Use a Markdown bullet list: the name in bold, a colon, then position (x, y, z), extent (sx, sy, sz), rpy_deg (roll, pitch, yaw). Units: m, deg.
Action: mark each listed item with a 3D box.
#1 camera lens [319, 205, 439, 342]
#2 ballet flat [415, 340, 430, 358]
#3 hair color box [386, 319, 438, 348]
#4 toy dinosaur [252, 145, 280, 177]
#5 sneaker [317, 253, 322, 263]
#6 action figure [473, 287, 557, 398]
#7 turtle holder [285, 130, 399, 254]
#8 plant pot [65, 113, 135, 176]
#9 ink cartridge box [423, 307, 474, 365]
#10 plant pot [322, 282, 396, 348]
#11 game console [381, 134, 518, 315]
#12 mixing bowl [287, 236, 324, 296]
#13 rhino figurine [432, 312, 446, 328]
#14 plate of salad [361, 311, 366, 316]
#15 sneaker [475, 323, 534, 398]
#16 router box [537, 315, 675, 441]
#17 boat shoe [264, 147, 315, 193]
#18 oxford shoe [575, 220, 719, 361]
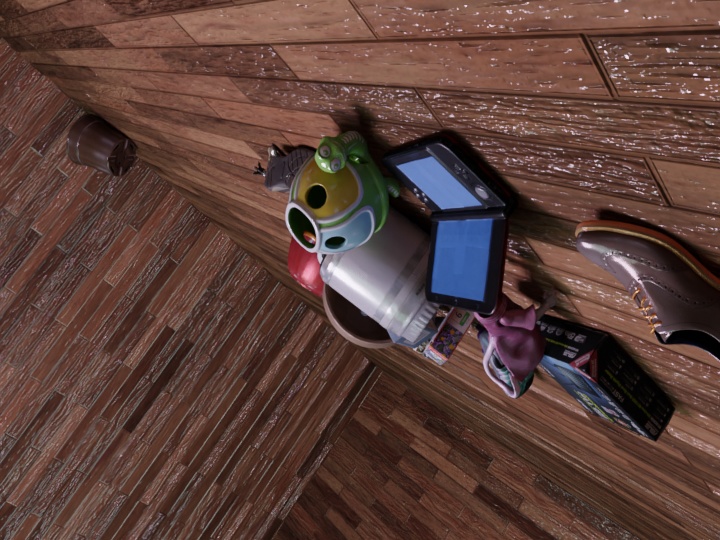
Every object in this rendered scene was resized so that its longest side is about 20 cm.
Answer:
- **camera lens**: position (0.044, -0.005, 1.112), extent (0.198, 0.162, 0.160), rpy_deg (36, 171, 4)
- **ballet flat**: position (0.156, 0.175, 1.840), extent (0.073, 0.075, 0.200), rpy_deg (28, 167, 40)
- **hair color box**: position (0.055, 0.034, 1.256), extent (0.099, 0.060, 0.203), rpy_deg (26, -147, -61)
- **toy dinosaur**: position (-0.155, -0.182, 1.378), extent (0.087, 0.048, 0.200), rpy_deg (24, 168, 28)
- **sneaker**: position (0.000, 0.000, 1.442), extent (0.129, 0.081, 0.199), rpy_deg (33, 178, 32)
- **action figure**: position (0.186, 0.063, 0.974), extent (0.133, 0.151, 0.199), rpy_deg (34, 177, 37)
- **turtle holder**: position (-0.028, -0.099, 0.948), extent (0.143, 0.131, 0.185), rpy_deg (54, 152, -6)
- **plant pot**: position (-0.983, -0.468, 2.684), extent (0.194, 0.204, 0.201), rpy_deg (24, 167, 18)
- **ink cartridge box**: position (0.177, 0.119, 1.365), extent (0.050, 0.110, 0.200), rpy_deg (34, 170, 7)
- **plant pot**: position (0.018, 0.063, 1.356), extent (0.199, 0.202, 0.093), rpy_deg (35, 151, 6)
- **game console**: position (0.091, -0.053, 0.844), extent (0.171, 0.120, 0.199), rpy_deg (39, 170, -17)
- **mixing bowl**: position (-0.099, -0.011, 1.659), extent (0.198, 0.110, 0.200), rpy_deg (35, -176, -3)
- **rhino figurine**: position (0.132, 0.091, 1.463), extent (0.199, 0.088, 0.059), rpy_deg (41, 171, -37)
- **plate of salad**: position (0.055, 0.086, 1.545), extent (0.195, 0.049, 0.202), rpy_deg (17, -149, -10)
- **sneaker**: position (0.290, 0.178, 1.412), extent (0.088, 0.074, 0.201), rpy_deg (50, 174, 45)
- **router box**: position (0.352, 0.158, 1.050), extent (0.199, 0.063, 0.149), rpy_deg (42, 171, -23)
- **boat shoe**: position (-0.094, -0.164, 1.202), extent (0.072, 0.077, 0.198), rpy_deg (12, -178, -34)
- **oxford shoe**: position (0.276, 0.020, 0.641), extent (0.198, 0.074, 0.071), rpy_deg (33, 171, 28)
